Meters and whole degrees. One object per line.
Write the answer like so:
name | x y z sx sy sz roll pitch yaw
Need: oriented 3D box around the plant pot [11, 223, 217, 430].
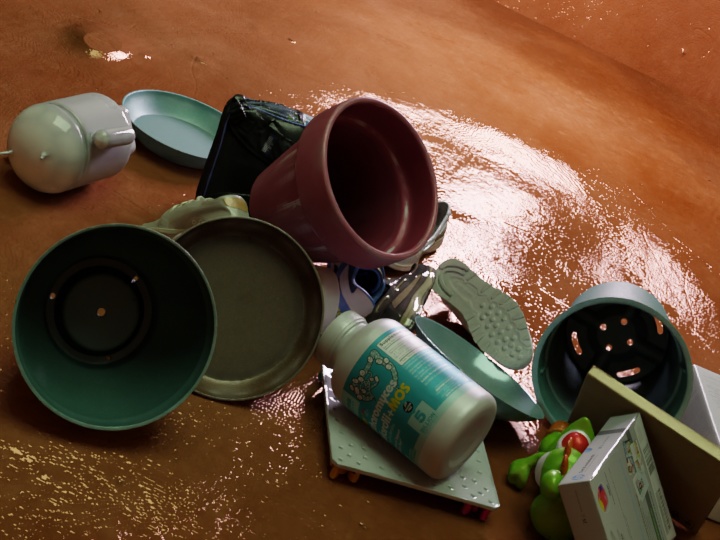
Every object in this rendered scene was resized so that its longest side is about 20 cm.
plant pot | -0.256 0.049 1.350 0.199 0.202 0.134 15 0 -19

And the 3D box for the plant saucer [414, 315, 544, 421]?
plant saucer | 0.136 0.132 1.642 0.200 0.039 0.201 35 9 -6

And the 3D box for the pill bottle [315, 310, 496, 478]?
pill bottle | 0.044 0.128 1.466 0.200 0.111 0.110 37 28 24

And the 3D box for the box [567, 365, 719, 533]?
box | 0.339 0.214 1.581 0.199 0.164 0.021 34 58 19

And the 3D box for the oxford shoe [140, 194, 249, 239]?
oxford shoe | -0.200 -0.060 1.624 0.075 0.058 0.199 10 -10 -41

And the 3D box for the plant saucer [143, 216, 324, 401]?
plant saucer | -0.139 0.042 1.467 0.199 0.202 0.032 19 -4 -11

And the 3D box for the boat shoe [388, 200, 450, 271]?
boat shoe | 0.075 -0.053 1.944 0.074 0.065 0.202 34 27 18

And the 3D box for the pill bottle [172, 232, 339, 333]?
pill bottle | -0.129 0.024 1.567 0.199 0.113 0.112 10 29 -29

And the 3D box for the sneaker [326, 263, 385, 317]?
sneaker | 0.000 0.000 1.710 0.074 0.082 0.201 52 33 -28

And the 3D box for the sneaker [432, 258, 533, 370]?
sneaker | 0.173 0.066 1.796 0.200 0.076 0.081 53 -2 38

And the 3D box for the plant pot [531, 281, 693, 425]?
plant pot | 0.332 0.109 1.745 0.199 0.201 0.196 27 17 6

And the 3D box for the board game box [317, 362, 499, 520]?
board game box | 0.049 0.190 1.512 0.199 0.026 0.200 18 26 -15

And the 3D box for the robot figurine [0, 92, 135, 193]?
robot figurine | -0.371 -0.163 1.703 0.168 0.114 0.200 -7 11 28

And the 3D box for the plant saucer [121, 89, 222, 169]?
plant saucer | -0.261 -0.201 1.961 0.199 0.036 0.200 21 26 -11

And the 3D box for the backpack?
backpack | -0.108 -0.131 1.794 0.199 0.184 0.147 17 14 -13

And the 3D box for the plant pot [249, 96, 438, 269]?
plant pot | -0.033 -0.091 1.632 0.199 0.178 0.202 17 66 -42

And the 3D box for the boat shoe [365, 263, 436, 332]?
boat shoe | 0.049 0.035 1.747 0.073 0.075 0.200 25 25 1

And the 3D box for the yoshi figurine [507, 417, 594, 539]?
yoshi figurine | 0.231 0.246 1.520 0.113 0.112 0.200 63 17 1

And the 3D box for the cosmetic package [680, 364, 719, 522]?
cosmetic package | 0.452 0.222 1.720 0.071 0.102 0.200 22 27 -7

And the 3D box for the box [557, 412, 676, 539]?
box | 0.284 0.264 1.456 0.041 0.157 0.200 -14 9 28
